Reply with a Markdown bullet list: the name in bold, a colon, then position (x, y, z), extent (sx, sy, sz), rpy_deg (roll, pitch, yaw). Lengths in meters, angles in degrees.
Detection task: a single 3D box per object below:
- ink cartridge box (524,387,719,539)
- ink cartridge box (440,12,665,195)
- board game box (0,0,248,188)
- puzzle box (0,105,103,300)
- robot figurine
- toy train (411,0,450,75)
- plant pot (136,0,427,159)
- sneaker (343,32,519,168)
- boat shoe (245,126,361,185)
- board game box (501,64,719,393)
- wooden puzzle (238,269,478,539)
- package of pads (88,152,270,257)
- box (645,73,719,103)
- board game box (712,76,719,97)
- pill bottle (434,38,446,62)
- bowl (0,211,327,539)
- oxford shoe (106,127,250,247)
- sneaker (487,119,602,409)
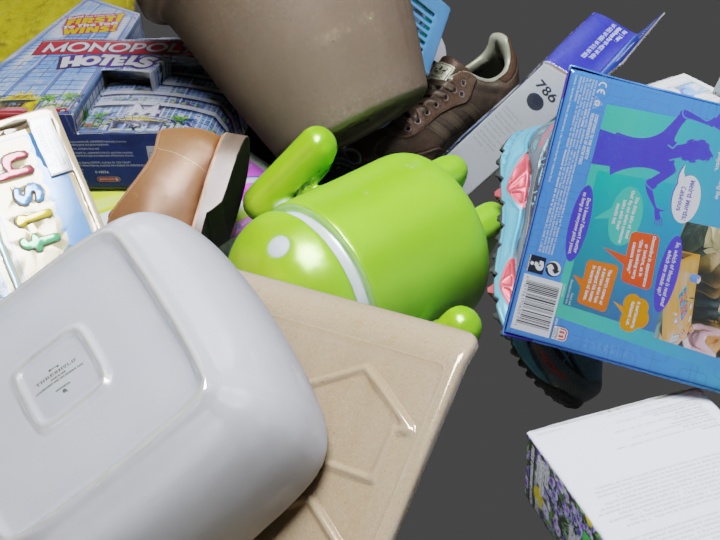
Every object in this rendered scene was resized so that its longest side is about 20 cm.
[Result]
- **ink cartridge box**: position (0.170, 0.144, 0.659), extent (0.107, 0.051, 0.201), rpy_deg (-12, 35, -15)
- **ink cartridge box**: position (0.126, -0.121, 0.963), extent (0.039, 0.200, 0.099), rpy_deg (47, 42, -2)
- **board game box**: position (-0.178, -0.136, 0.983), extent (0.197, 0.062, 0.201), rpy_deg (0, 35, 9)
- **puzzle box**: position (-0.211, 0.009, 0.805), extent (0.132, 0.025, 0.202), rpy_deg (-21, 79, -24)
- **robot figurine**: position (0.000, 0.000, 0.834), extent (0.198, 0.116, 0.176), rpy_deg (-26, 70, -33)
- **toy train**: position (-0.027, -0.182, 1.048), extent (0.198, 0.116, 0.086), rpy_deg (16, -8, 42)
- **plant pot**: position (-0.038, -0.174, 0.899), extent (0.198, 0.176, 0.200), rpy_deg (-28, -2, -1)
- **sneaker**: position (0.053, -0.132, 1.073), extent (0.070, 0.077, 0.199), rpy_deg (24, 41, 36)
- **boat shoe**: position (-0.030, -0.059, 0.981), extent (0.074, 0.063, 0.199), rpy_deg (-25, 40, -33)
- **board game box**: position (0.191, -0.014, 0.736), extent (0.197, 0.154, 0.045), rpy_deg (15, 4, 7)
- **wooden puzzle**: position (-0.049, 0.103, 0.699), extent (0.183, 0.046, 0.202), rpy_deg (14, 65, 32)
- **package of pads**: position (-0.153, -0.026, 0.933), extent (0.198, 0.069, 0.154), rpy_deg (-27, 39, -27)
- **box**: position (0.237, -0.034, 0.871), extent (0.100, 0.114, 0.200), rpy_deg (-19, 37, -26)
- **board game box**: position (0.323, -0.120, 0.894), extent (0.146, 0.065, 0.200), rpy_deg (27, 16, 13)
- **pill bottle**: position (-0.017, -0.203, 1.165), extent (0.103, 0.106, 0.199), rpy_deg (-25, 39, -31)
- **bowl**: position (-0.135, 0.069, 0.681), extent (0.199, 0.075, 0.200), rpy_deg (-36, 54, -3)
- **oxford shoe**: position (-0.126, -0.002, 0.804), extent (0.070, 0.072, 0.202), rpy_deg (13, 56, 4)
- **sneaker**: position (0.133, -0.018, 0.813), extent (0.095, 0.079, 0.203), rpy_deg (-24, 52, 36)
